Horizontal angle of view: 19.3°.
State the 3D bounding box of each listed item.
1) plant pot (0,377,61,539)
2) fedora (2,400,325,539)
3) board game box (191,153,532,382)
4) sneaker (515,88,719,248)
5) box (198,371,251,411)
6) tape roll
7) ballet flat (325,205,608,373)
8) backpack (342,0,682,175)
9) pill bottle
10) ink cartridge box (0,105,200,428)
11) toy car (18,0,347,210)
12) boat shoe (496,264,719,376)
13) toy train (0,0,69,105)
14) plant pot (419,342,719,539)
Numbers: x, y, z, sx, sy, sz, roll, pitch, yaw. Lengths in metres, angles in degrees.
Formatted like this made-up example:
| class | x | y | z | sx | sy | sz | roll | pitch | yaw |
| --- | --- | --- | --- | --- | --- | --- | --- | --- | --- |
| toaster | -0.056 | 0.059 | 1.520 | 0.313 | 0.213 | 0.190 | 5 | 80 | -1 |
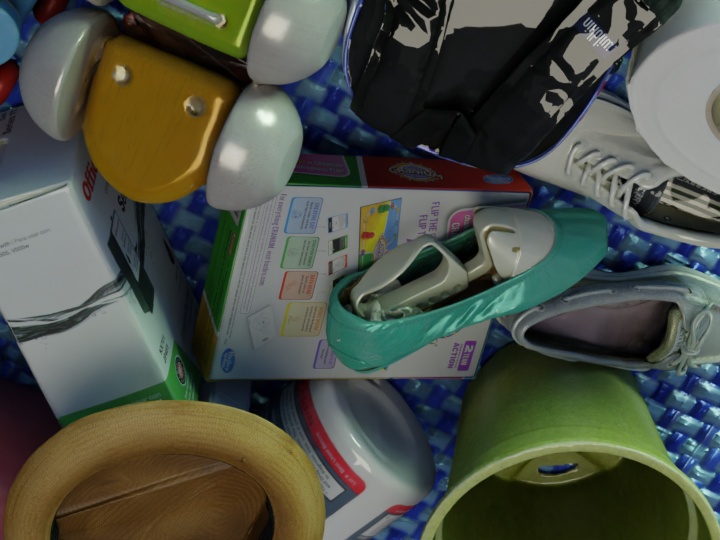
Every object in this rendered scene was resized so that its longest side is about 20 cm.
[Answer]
| class | x | y | z | sx | sy | sz | roll | pitch | yaw |
| --- | --- | --- | --- | --- | --- | --- | --- | --- | --- |
| plant pot | -0.286 | 0.144 | 1.439 | 0.177 | 0.201 | 0.201 | 9 | 121 | -22 |
| fedora | -0.123 | 0.143 | 1.320 | 0.198 | 0.082 | 0.202 | -3 | 119 | -5 |
| board game box | 0.000 | 0.000 | 1.389 | 0.198 | 0.040 | 0.154 | 1 | 122 | -24 |
| sneaker | 0.169 | -0.069 | 1.367 | 0.198 | 0.071 | 0.074 | 15 | 119 | -8 |
| box | -0.143 | 0.147 | 1.453 | 0.036 | 0.145 | 0.200 | 31 | 116 | -17 |
| tape roll | 0.264 | -0.117 | 1.278 | 0.200 | 0.071 | 0.203 | 12 | 152 | 6 |
| ballet flat | 0.068 | 0.000 | 1.345 | 0.199 | 0.068 | 0.071 | -25 | 138 | -3 |
| backpack | 0.075 | -0.164 | 1.268 | 0.199 | 0.154 | 0.192 | 25 | 109 | -7 |
| pill bottle | -0.057 | 0.160 | 1.475 | 0.200 | 0.120 | 0.120 | -38 | 113 | 20 |
| ink cartridge box | -0.177 | 0.002 | 1.368 | 0.082 | 0.147 | 0.201 | -18 | 120 | 10 |
| toy car | -0.096 | -0.144 | 1.280 | 0.174 | 0.150 | 0.201 | 24 | 113 | 10 |
| boat shoe | 0.181 | 0.037 | 1.418 | 0.200 | 0.065 | 0.075 | 12 | 121 | -25 |
| toy train | -0.262 | -0.115 | 1.318 | 0.084 | 0.116 | 0.200 | 31 | 116 | -16 |
| plant pot | 0.135 | 0.145 | 1.427 | 0.198 | 0.185 | 0.202 | 0 | 121 | 0 |
